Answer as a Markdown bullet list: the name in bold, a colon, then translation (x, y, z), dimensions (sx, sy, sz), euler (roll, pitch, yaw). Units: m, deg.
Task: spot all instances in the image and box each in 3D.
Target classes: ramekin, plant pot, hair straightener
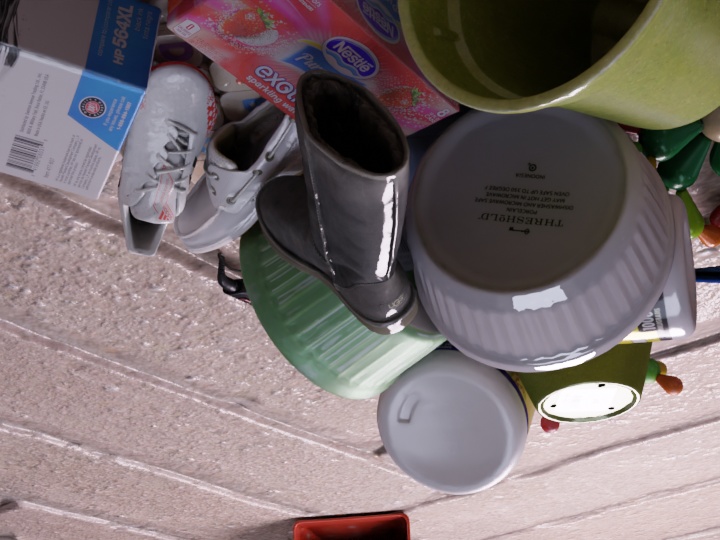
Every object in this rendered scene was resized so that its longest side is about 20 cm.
- **ramekin**: translation (0.000, 0.000, 0.993), dimensions (0.097, 0.202, 0.199), euler (-33, 139, 32)
- **plant pot**: translation (0.156, -0.175, 0.719), dimensions (0.199, 0.203, 0.183), euler (-25, 155, 36)
- **plant pot**: translation (0.000, 0.532, 1.954), dimensions (0.197, 0.202, 0.176), euler (-5, 162, 7)
- **plant pot**: translation (0.194, 0.029, 1.043), dimensions (0.184, 0.202, 0.188), euler (-1, 151, -1)
- **ramekin**: translation (0.123, -0.037, 0.829), dimensions (0.200, 0.205, 0.094), euler (-11, 152, 16)
- **hair straightener**: translation (-0.070, 0.024, 1.196), dimensions (0.076, 0.041, 0.199), euler (-23, 140, 33)

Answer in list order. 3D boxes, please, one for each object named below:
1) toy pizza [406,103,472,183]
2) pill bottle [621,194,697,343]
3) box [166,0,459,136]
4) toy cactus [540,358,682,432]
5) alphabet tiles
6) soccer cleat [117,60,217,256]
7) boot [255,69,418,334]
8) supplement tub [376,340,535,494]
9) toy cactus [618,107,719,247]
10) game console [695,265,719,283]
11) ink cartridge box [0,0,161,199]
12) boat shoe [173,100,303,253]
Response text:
- **toy pizza**: translation (0.107, -0.121, 0.915), dimensions (0.198, 0.032, 0.201), euler (-16, 158, -7)
- **pill bottle**: translation (0.162, 0.006, 0.916), dimensions (0.198, 0.114, 0.113), euler (-7, 151, 21)
- **box**: translation (-0.027, -0.172, 0.780), dimensions (0.102, 0.096, 0.199), euler (-22, 145, 30)
- **toy cactus**: translation (0.265, 0.075, 1.200), dimensions (0.198, 0.102, 0.167), euler (-24, 126, -17)
- **alphabet tiles**: translation (-0.161, -0.127, 0.936), dimensions (0.193, 0.015, 0.201), euler (-5, 150, 4)
- **soccer cleat**: translation (-0.157, -0.086, 0.906), dimensions (0.068, 0.086, 0.200), euler (9, 149, -18)
- **boot**: translation (-0.025, -0.059, 0.791), dimensions (0.073, 0.181, 0.201), euler (-44, 151, -14)
- **supplement tub**: translation (0.107, 0.109, 1.131), dimensions (0.144, 0.200, 0.147), euler (7, 114, 15)
- **toy cactus**: translation (0.276, -0.105, 0.946), dimensions (0.198, 0.103, 0.166), euler (16, 126, -28)
- **game console**: translation (0.408, -0.042, 1.068), dimensions (0.198, 0.118, 0.172), euler (-6, 126, -33)
- **ink cartridge box**: translation (-0.259, -0.145, 0.810), dimensions (0.198, 0.085, 0.146), euler (17, 146, -20)
- **boat shoe**: translation (-0.097, -0.090, 0.928), dimensions (0.069, 0.071, 0.200), euler (22, 129, -42)
